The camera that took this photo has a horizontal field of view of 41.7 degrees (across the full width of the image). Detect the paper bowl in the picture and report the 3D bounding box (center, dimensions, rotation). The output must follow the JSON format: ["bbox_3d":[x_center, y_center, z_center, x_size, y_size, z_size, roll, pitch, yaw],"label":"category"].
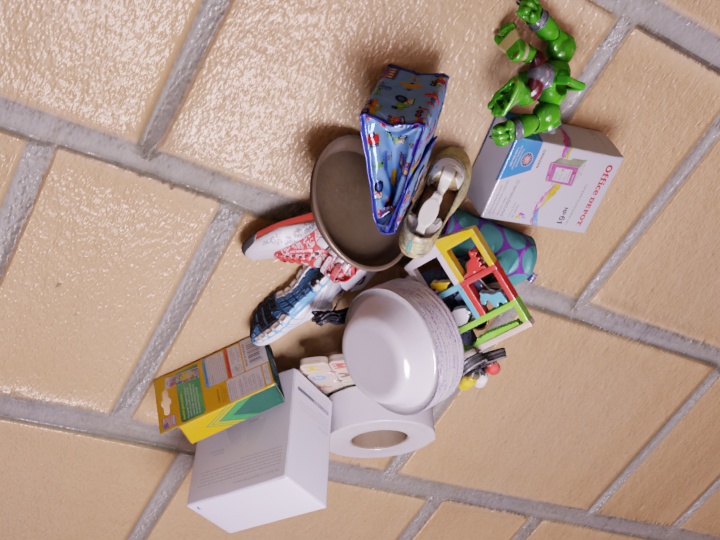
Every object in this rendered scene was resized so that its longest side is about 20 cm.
[{"bbox_3d":[0.051,0.121,1.425,0.104,0.200,0.202,-19,138,-42],"label":"paper bowl"}]

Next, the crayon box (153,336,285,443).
[{"bbox_3d":[-0.231,0.195,1.533,0.199,0.126,0.052,-24,131,1],"label":"crayon box"}]

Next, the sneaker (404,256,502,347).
[{"bbox_3d":[0.180,0.061,1.500,0.145,0.077,0.202,-22,130,25],"label":"sneaker"}]

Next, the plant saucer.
[{"bbox_3d":[-0.001,-0.096,1.364,0.199,0.202,0.029,30,150,-35],"label":"plant saucer"}]

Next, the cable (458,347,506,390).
[{"bbox_3d":[0.197,0.155,1.493,0.097,0.051,0.200,-27,171,0],"label":"cable"}]

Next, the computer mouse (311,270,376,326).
[{"bbox_3d":[0.000,0.000,1.468,0.109,0.044,0.201,9,108,-51],"label":"computer mouse"}]

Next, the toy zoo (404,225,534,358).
[{"bbox_3d":[0.154,0.022,1.411,0.131,0.020,0.201,-29,96,30],"label":"toy zoo"}]

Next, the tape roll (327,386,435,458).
[{"bbox_3d":[0.032,0.267,1.664,0.200,0.071,0.203,-4,151,-2],"label":"tape roll"}]

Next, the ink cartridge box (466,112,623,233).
[{"bbox_3d":[0.284,-0.150,1.463,0.198,0.085,0.145,6,125,-24],"label":"ink cartridge box"}]

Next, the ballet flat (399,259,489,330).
[{"bbox_3d":[0.148,0.042,1.582,0.199,0.063,0.069,28,116,-33],"label":"ballet flat"}]

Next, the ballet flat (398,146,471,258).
[{"bbox_3d":[0.114,-0.110,1.379,0.071,0.070,0.201,47,61,-39],"label":"ballet flat"}]

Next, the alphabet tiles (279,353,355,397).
[{"bbox_3d":[-0.031,0.190,1.610,0.194,0.015,0.200,-7,151,11],"label":"alphabet tiles"}]

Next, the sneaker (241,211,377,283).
[{"bbox_3d":[-0.073,-0.026,1.411,0.200,0.109,0.067,-20,166,2],"label":"sneaker"}]

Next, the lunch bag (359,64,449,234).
[{"bbox_3d":[0.055,-0.159,1.321,0.093,0.151,0.201,12,130,11],"label":"lunch bag"}]

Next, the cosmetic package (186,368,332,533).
[{"bbox_3d":[-0.162,0.300,1.556,0.198,0.201,0.123,-21,134,25],"label":"cosmetic package"}]

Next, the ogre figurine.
[{"bbox_3d":[0.249,-0.271,1.338,0.119,0.202,0.098,8,167,-36],"label":"ogre figurine"}]

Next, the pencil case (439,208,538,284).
[{"bbox_3d":[0.192,-0.038,1.520,0.199,0.085,0.093,19,105,-29],"label":"pencil case"}]

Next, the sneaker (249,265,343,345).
[{"bbox_3d":[-0.091,0.060,1.512,0.200,0.075,0.087,-40,134,14],"label":"sneaker"}]
